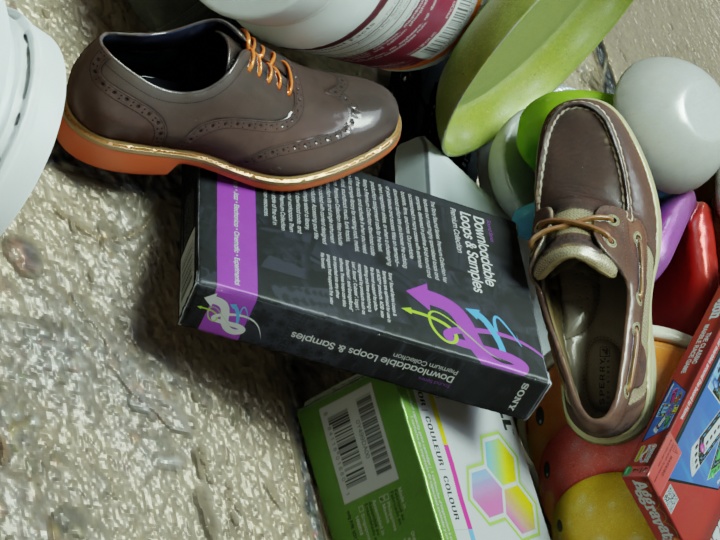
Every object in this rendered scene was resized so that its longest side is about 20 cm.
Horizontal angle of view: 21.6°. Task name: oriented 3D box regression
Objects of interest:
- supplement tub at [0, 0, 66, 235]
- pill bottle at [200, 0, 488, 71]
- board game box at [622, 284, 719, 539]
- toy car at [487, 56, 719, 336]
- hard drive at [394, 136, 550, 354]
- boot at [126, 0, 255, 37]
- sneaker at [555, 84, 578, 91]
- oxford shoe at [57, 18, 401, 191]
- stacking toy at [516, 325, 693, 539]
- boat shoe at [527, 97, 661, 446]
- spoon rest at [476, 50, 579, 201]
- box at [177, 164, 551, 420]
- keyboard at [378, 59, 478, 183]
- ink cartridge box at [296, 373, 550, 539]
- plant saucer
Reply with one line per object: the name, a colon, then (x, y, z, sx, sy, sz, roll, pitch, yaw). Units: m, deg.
supplement tub: (-0.235, -0.091, 0.767, 0.200, 0.145, 0.145, 30, 44, -38)
pill bottle: (-0.013, -0.176, 1.057, 0.200, 0.114, 0.115, 1, 65, -64)
board game box: (0.211, 0.085, 1.074, 0.103, 0.019, 0.200, 60, 44, -27)
toy car: (0.173, -0.026, 1.171, 0.200, 0.175, 0.150, 34, 62, -27)
hard drive: (0.087, 0.018, 1.196, 0.200, 0.027, 0.132, 37, 41, -45)
boot: (-0.075, -0.155, 1.121, 0.200, 0.068, 0.131, -33, 105, -56)
sneaker: (0.184, -0.055, 1.371, 0.200, 0.075, 0.114, 18, 53, -39)
oxford shoe: (-0.058, -0.091, 0.997, 0.199, 0.073, 0.071, -3, 53, -31)
stacking toy: (0.154, 0.139, 1.083, 0.146, 0.146, 0.200, 47, 31, -20)
boat shoe: (0.128, -0.005, 1.053, 0.072, 0.072, 0.201, 33, 55, -69)
spoon rest: (0.113, -0.123, 1.284, 0.061, 0.099, 0.201, 27, 65, -52)
box: (0.000, 0.000, 1.022, 0.199, 0.036, 0.143, 16, 35, -16)
keyboard: (0.050, -0.083, 1.240, 0.104, 0.040, 0.200, 45, 36, -24)
ink cartridge box: (0.071, 0.133, 1.074, 0.200, 0.076, 0.148, 6, 61, -50)
plant saucer: (0.112, -0.153, 1.156, 0.031, 0.200, 0.200, 46, 31, 12)
